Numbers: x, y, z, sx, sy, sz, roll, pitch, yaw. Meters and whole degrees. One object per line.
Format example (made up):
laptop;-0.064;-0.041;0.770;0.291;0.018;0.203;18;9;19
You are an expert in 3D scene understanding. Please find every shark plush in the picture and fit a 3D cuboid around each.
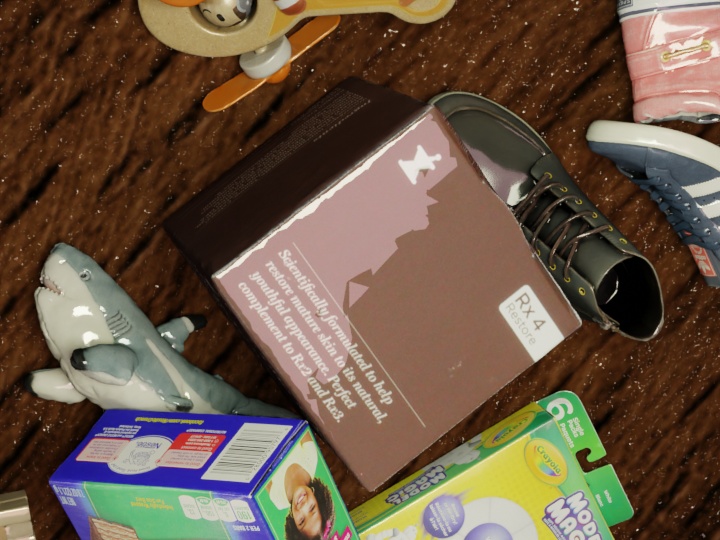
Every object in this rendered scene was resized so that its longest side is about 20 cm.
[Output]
shark plush;-0.119;0.058;1.246;0.198;0.091;0.084;22;65;-13

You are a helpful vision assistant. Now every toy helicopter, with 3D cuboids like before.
toy helicopter;-0.039;-0.166;1.207;0.198;0.079;0.133;-1;128;2

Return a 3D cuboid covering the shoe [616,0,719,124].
shoe;0.270;-0.148;1.295;0.198;0.071;0.092;-6;90;-8

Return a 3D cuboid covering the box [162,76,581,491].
box;0.000;0.000;1.193;0.164;0.200;0.167;-37;106;-5

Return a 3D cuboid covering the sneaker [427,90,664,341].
sneaker;0.123;-0.039;1.265;0.200;0.106;0.075;43;89;-18

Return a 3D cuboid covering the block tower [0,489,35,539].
block tower;-0.223;0.244;1.259;0.057;0.054;0.202;-10;104;-12

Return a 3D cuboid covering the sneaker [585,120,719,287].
sneaker;0.232;-0.037;1.310;0.198;0.075;0.085;21;91;-18

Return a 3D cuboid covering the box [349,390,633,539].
box;0.089;0.178;1.331;0.199;0.048;0.118;-31;107;-8

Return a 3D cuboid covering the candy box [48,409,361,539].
candy box;-0.077;0.188;1.205;0.077;0.168;0.201;-51;127;-40
